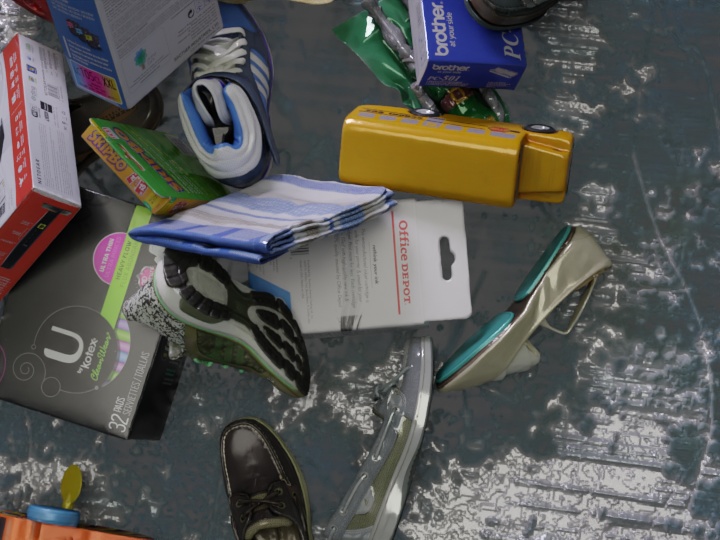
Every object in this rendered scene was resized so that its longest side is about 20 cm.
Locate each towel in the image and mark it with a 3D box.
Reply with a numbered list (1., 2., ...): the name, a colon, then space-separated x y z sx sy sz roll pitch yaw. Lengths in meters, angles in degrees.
1. towel: -0.079 -0.048 1.205 0.146 0.200 0.024 9 110 32

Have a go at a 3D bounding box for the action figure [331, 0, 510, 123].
1. action figure: 0.077 -0.180 1.328 0.118 0.055 0.200 -35 84 -3

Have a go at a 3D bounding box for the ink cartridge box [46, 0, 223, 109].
1. ink cartridge box: -0.200 -0.261 1.202 0.076 0.200 0.136 24 54 27

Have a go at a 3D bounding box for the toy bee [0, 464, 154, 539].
1. toy bee: -0.292 0.235 1.291 0.200 0.109 0.131 34 77 -16

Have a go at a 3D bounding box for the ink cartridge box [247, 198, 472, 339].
1. ink cartridge box: 0.000 0.000 1.300 0.199 0.068 0.117 -4 83 5

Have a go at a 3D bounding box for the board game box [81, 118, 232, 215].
1. board game box: -0.176 -0.088 1.263 0.030 0.200 0.096 -45 80 8

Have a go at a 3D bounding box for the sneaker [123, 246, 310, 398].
1. sneaker: -0.122 0.054 1.220 0.088 0.200 0.077 -27 40 30

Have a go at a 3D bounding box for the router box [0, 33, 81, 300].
1. router box: -0.325 -0.080 1.267 0.179 0.049 0.201 -44 44 29

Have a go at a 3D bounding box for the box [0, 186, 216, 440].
1. box: -0.232 0.038 1.290 0.148 0.124 0.201 16 85 7

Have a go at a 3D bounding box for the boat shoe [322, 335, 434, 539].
1. boat shoe: 0.023 0.153 1.275 0.064 0.074 0.203 16 91 3

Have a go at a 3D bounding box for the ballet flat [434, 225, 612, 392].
1. ballet flat: 0.153 0.049 1.283 0.069 0.069 0.200 41 87 9

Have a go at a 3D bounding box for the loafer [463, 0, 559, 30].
1. loafer: 0.173 -0.277 1.274 0.200 0.063 0.072 -31 83 -36

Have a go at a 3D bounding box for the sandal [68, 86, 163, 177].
1. sandal: -0.280 -0.121 1.350 0.199 0.055 0.082 -28 80 4

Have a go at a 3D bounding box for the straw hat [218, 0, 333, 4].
1. straw hat: -0.116 -0.297 1.326 0.085 0.201 0.202 -38 78 34

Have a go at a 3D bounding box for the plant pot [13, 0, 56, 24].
1. plant pot: -0.276 -0.330 1.309 0.182 0.200 0.201 22 84 24

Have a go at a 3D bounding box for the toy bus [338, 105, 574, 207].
1. toy bus: 0.087 -0.102 1.270 0.199 0.078 0.065 10 109 12

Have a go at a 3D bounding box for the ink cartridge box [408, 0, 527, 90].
1. ink cartridge box: 0.092 -0.263 1.301 0.094 0.044 0.201 1 65 -12

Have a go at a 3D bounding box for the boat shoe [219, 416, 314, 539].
1. boat shoe: -0.079 0.226 1.277 0.073 0.065 0.201 -23 80 4

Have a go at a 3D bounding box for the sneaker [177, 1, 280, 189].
1. sneaker: -0.125 -0.177 1.297 0.080 0.146 0.201 -9 81 4
